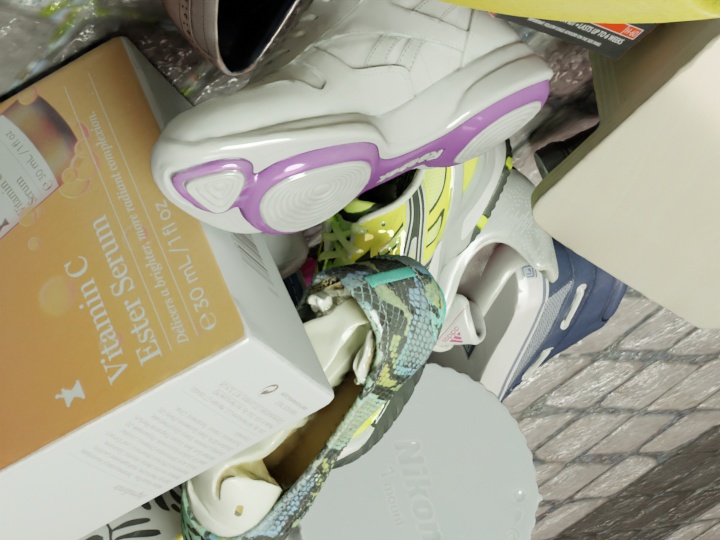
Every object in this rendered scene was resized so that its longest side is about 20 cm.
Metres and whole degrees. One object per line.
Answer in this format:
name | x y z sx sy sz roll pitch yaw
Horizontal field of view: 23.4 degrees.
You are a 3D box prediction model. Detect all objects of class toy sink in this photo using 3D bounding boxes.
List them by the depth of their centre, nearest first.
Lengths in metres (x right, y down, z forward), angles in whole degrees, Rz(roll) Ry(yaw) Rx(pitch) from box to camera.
toy sink | 0.185 -0.090 0.820 0.130 0.112 0.200 30 125 -23

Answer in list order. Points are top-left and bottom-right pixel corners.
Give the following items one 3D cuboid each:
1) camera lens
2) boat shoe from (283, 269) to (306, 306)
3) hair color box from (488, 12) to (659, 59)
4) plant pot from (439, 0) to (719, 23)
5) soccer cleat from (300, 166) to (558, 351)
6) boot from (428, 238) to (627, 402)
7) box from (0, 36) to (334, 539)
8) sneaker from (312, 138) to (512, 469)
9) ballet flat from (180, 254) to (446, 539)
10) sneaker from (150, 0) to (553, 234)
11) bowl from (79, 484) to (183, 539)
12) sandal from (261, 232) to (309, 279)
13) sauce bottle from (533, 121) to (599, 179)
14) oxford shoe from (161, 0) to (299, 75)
camera lens | 0.005 0.140 1.047 0.160 0.160 0.200 -17 174 -18
boat shoe | -0.090 0.057 0.946 0.072 0.072 0.200 -7 150 -33
hair color box | 0.139 -0.178 0.709 0.200 0.061 0.101 -41 151 29
plant pot | 0.075 -0.154 0.515 0.200 0.142 0.200 -34 145 -28
soccer cleat | 0.018 0.018 0.955 0.200 0.086 0.070 -34 155 19
boot | 0.104 0.048 1.113 0.090 0.073 0.200 -7 150 -24
box | -0.139 0.026 0.737 0.200 0.153 0.106 -29 157 7
sneaker | 0.000 0.000 0.854 0.076 0.075 0.200 27 83 -47
ballet flat | -0.041 0.069 0.803 0.074 0.074 0.200 7 125 -50
sneaker | -0.014 -0.076 0.702 0.200 0.100 0.075 -21 164 -42
bowl | -0.168 0.165 0.950 0.201 0.094 0.201 -51 178 -2
sandal | -0.125 0.010 0.850 0.202 0.050 0.082 -18 172 -4
sauce bottle | 0.190 -0.090 0.934 0.200 0.065 0.065 -25 156 0
oxford shoe | -0.011 -0.152 0.597 0.071 0.073 0.200 -5 145 -37
